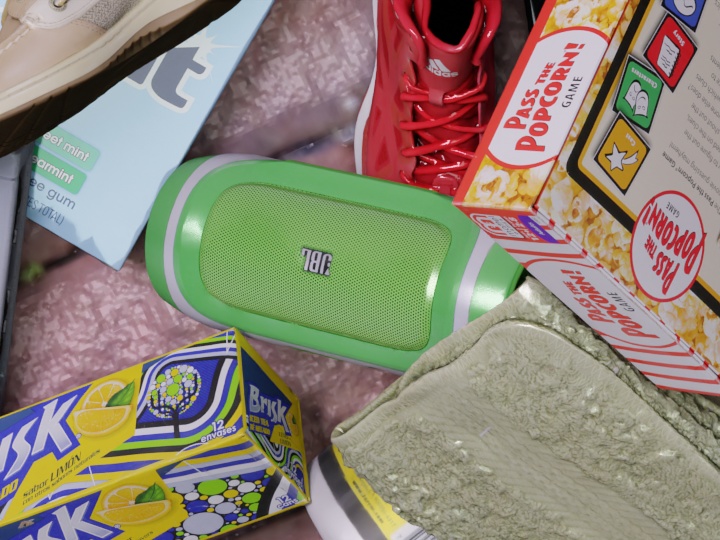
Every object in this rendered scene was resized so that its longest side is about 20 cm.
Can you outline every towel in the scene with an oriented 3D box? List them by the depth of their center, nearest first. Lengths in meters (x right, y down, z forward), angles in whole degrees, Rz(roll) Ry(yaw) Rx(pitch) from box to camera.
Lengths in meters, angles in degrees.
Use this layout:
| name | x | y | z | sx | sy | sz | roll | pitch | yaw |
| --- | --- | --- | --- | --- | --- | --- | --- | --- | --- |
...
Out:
| name | x | y | z | sx | sy | sz | roll | pitch | yaw |
| --- | --- | --- | --- | --- | --- | --- | --- | --- | --- |
| towel | 0.099 | 0.097 | 1.222 | 0.200 | 0.037 | 0.148 | 36 | 129 | -16 |

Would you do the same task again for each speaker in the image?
| name | x | y | z | sx | sy | sz | roll | pitch | yaw |
| --- | --- | --- | --- | --- | --- | --- | --- | --- | --- |
| speaker | 0.000 | 0.000 | 1.283 | 0.199 | 0.088 | 0.089 | 13 | 101 | 32 |

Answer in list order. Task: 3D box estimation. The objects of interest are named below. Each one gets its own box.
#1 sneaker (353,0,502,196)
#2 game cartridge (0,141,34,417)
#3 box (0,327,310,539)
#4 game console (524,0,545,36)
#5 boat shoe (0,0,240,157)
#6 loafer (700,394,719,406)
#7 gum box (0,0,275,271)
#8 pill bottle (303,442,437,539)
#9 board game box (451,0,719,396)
| name | x | y | z | sx | sy | sz | roll | pitch | yaw |
| --- | --- | --- | --- | --- | --- | --- | --- | --- | --- |
| sneaker | 0.031 | -0.075 | 1.298 | 0.078 | 0.116 | 0.201 | -6 | 97 | 3 |
| game cartridge | -0.228 | -0.011 | 1.323 | 0.133 | 0.042 | 0.201 | 14 | 117 | 7 |
| box | -0.129 | 0.101 | 1.320 | 0.199 | 0.064 | 0.070 | -21 | 139 | 17 |
| game console | 0.180 | -0.106 | 1.291 | 0.199 | 0.118 | 0.172 | -8 | 99 | 1 |
| boat shoe | -0.131 | -0.112 | 1.248 | 0.200 | 0.072 | 0.065 | -36 | 87 | -25 |
| loafer | 0.175 | 0.092 | 1.269 | 0.075 | 0.068 | 0.201 | -19 | 128 | -31 |
| gum box | -0.138 | -0.129 | 1.328 | 0.169 | 0.045 | 0.200 | 30 | 99 | -5 |
| pill bottle | 0.078 | 0.080 | 1.324 | 0.200 | 0.112 | 0.113 | -39 | 97 | 6 |
| board game box | 0.135 | -0.072 | 1.138 | 0.151 | 0.046 | 0.201 | 40 | 67 | -38 |
